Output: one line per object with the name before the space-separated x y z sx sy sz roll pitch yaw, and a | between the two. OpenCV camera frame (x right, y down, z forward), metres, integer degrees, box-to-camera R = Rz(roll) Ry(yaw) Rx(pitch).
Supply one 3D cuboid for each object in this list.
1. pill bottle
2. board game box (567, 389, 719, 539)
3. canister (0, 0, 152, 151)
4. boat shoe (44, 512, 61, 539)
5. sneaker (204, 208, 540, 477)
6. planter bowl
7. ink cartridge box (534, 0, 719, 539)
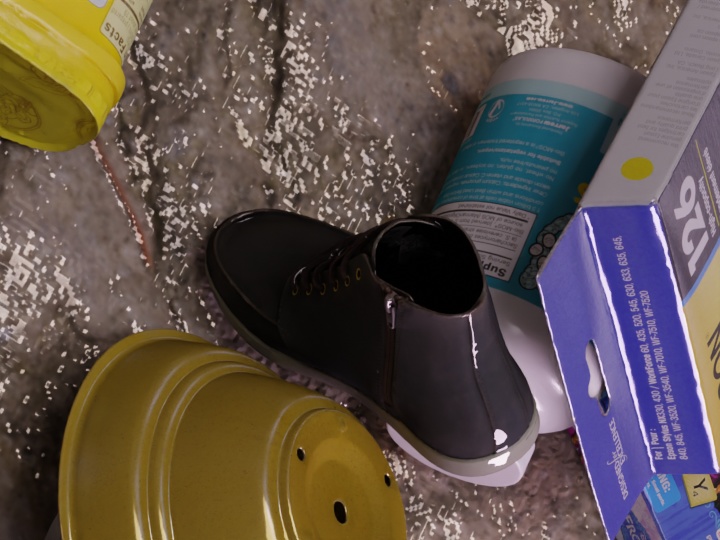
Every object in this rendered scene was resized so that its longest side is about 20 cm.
pill bottle | 0.081 0.001 1.417 0.111 0.111 0.200 33 66 -22
board game box | 0.223 0.117 1.522 0.199 0.041 0.200 -28 96 -32
canister | -0.144 -0.176 1.327 0.149 0.087 0.200 34 64 -22
boat shoe | -0.105 0.201 1.296 0.064 0.071 0.200 0 87 -34
sneaker | 0.000 0.000 1.311 0.075 0.200 0.106 -39 140 -24
planter bowl | -0.038 0.114 1.293 0.200 0.083 0.200 30 52 -47
ink cartridge box | 0.157 -0.001 1.393 0.200 0.047 0.198 -61 149 -33
